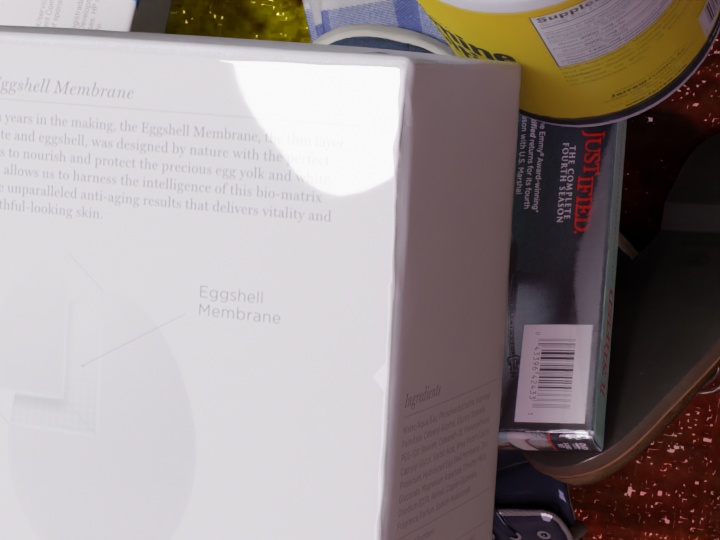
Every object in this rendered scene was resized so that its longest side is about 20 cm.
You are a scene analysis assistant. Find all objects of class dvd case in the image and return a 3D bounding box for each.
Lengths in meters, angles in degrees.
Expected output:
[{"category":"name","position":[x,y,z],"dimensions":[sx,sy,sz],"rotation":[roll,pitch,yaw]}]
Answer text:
[{"category":"dvd case","position":[0.000,0.000,0.859],"dimensions":[0.200,0.022,0.146],"rotation":[-2,65,18]}]

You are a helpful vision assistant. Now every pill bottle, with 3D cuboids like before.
[{"category":"pill bottle","position":[0.062,-0.130,0.769],"dimensions":[0.112,0.200,0.112],"rotation":[-5,74,16]}]

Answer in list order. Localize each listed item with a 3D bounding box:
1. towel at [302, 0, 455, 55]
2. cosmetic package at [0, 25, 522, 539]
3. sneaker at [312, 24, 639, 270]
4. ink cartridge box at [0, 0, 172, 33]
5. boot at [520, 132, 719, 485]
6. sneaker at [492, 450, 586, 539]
[{"category":"towel","position":[0.034,-0.175,0.912],"dimensions":[0.147,0.024,0.200],"rotation":[-9,109,8]},{"category":"cosmetic package","position":[-0.060,0.019,0.765],"dimensions":[0.199,0.123,0.200],"rotation":[6,98,21]},{"category":"sneaker","position":[0.051,-0.020,0.916],"dimensions":[0.200,0.085,0.075],"rotation":[40,117,-12]},{"category":"ink cartridge box","position":[-0.180,-0.124,0.898],"dimensions":[0.200,0.086,0.147],"rotation":[12,82,5]},{"category":"boot","position":[0.133,0.028,0.885],"dimensions":[0.074,0.200,0.076],"rotation":[11,134,36]},{"category":"sneaker","position":[0.005,0.080,0.914],"dimensions":[0.146,0.077,0.202],"rotation":[-19,150,35]}]
